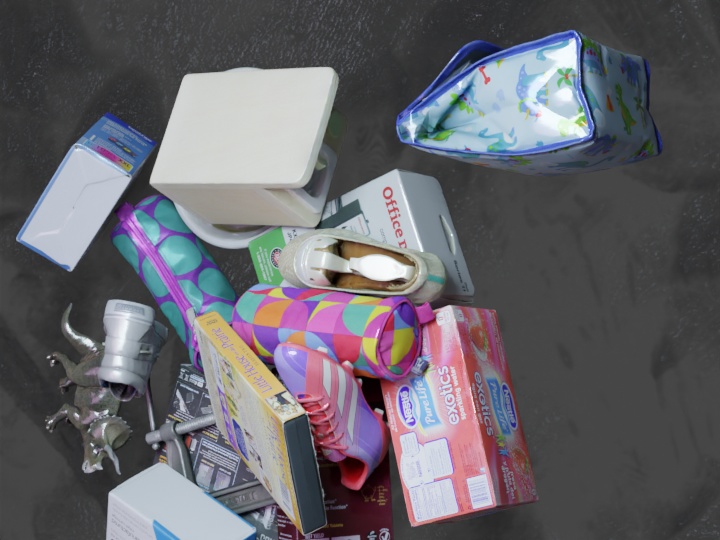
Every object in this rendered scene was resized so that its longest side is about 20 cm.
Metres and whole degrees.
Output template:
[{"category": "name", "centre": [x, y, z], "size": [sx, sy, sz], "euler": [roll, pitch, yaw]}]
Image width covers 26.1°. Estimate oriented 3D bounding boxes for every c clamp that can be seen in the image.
[{"category": "c clamp", "centre": [-0.154, 0.182, 1.664], "size": [0.200, 0.027, 0.171], "euler": [-13, 79, 32]}]

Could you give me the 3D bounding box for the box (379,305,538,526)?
[{"category": "box", "centre": [0.092, 0.144, 1.531], "size": [0.103, 0.095, 0.200], "euler": [-20, 75, 30]}]

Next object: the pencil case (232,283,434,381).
[{"category": "pencil case", "centre": [-0.030, 0.059, 1.518], "size": [0.200, 0.088, 0.088], "euler": [5, 89, 35]}]

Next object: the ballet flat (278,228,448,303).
[{"category": "ballet flat", "centre": [-0.008, -0.009, 1.526], "size": [0.200, 0.062, 0.067], "euler": [5, 85, 32]}]

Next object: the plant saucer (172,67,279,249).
[{"category": "plant saucer", "centre": [-0.122, -0.121, 1.713], "size": [0.200, 0.050, 0.200], "euler": [-3, 84, 32]}]

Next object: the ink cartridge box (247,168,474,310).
[{"category": "ink cartridge box", "centre": [0.000, 0.000, 1.607], "size": [0.200, 0.083, 0.147], "euler": [-26, 74, 27]}]

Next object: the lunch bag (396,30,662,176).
[{"category": "lunch bag", "centre": [0.158, -0.147, 1.467], "size": [0.200, 0.170, 0.127], "euler": [-14, 79, 33]}]

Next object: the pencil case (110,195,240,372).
[{"category": "pencil case", "centre": [-0.197, 0.012, 1.723], "size": [0.085, 0.092, 0.200], "euler": [-42, 67, 12]}]

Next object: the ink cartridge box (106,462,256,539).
[{"category": "ink cartridge box", "centre": [-0.197, 0.331, 1.661], "size": [0.146, 0.086, 0.200], "euler": [29, 126, 30]}]

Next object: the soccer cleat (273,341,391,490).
[{"category": "soccer cleat", "centre": [-0.029, 0.138, 1.483], "size": [0.067, 0.200, 0.076], "euler": [8, 62, 32]}]

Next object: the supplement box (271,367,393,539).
[{"category": "supplement box", "centre": [-0.029, 0.196, 1.586], "size": [0.061, 0.109, 0.200], "euler": [167, 101, -67]}]

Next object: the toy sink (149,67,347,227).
[{"category": "toy sink", "centre": [-0.092, -0.122, 1.582], "size": [0.200, 0.112, 0.130], "euler": [1, 67, 35]}]

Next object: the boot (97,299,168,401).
[{"category": "boot", "centre": [-0.257, 0.096, 1.698], "size": [0.074, 0.200, 0.096], "euler": [10, 78, 1]}]

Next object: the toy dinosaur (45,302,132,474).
[{"category": "toy dinosaur", "centre": [-0.312, 0.140, 1.812], "size": [0.102, 0.077, 0.200], "euler": [-4, 79, 20]}]

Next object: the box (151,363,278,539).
[{"category": "box", "centre": [-0.131, 0.207, 1.693], "size": [0.200, 0.050, 0.158], "euler": [19, 97, 32]}]

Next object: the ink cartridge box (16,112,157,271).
[{"category": "ink cartridge box", "centre": [-0.305, -0.095, 1.767], "size": [0.076, 0.200, 0.136], "euler": [34, 106, -6]}]

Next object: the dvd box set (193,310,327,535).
[{"category": "dvd box set", "centre": [-0.099, 0.146, 1.515], "size": [0.200, 0.029, 0.146], "euler": [42, 149, 49]}]
